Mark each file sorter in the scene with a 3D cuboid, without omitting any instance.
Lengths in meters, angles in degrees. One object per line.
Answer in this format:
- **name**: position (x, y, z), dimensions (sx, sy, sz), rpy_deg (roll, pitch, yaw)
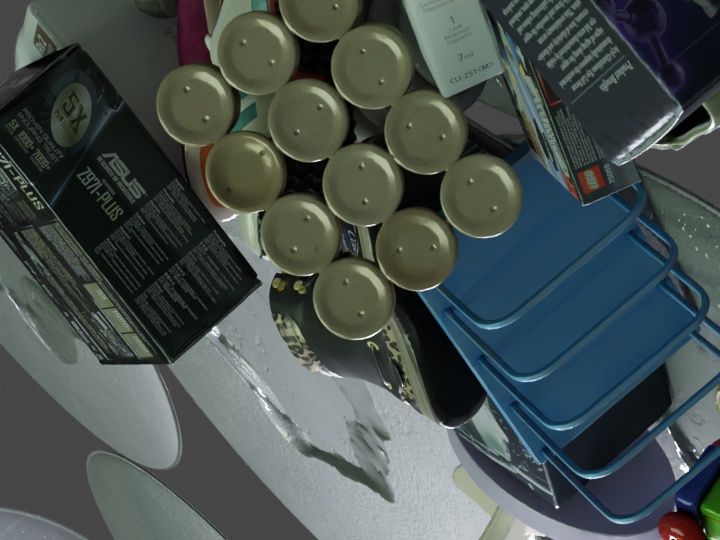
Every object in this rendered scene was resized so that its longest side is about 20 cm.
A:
- **file sorter**: position (0.142, 0.036, 1.609), dimensions (0.200, 0.139, 0.123), rpy_deg (54, 175, -36)

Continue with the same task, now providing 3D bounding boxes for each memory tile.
- **memory tile**: position (-0.014, -0.071, 1.548), dimensions (0.200, 0.153, 0.017), rpy_deg (51, -164, 1)

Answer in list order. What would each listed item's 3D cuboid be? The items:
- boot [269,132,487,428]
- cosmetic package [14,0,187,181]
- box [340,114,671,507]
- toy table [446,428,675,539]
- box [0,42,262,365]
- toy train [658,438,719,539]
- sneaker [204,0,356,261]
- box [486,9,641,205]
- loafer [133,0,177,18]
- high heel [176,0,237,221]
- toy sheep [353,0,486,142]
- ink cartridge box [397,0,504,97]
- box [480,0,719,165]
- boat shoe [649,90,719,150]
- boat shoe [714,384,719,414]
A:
- **boot**: position (0.000, 0.000, 1.698), dimensions (0.150, 0.073, 0.201), rpy_deg (13, 130, 50)
- **cosmetic package**: position (-0.115, -0.153, 1.840), dimensions (0.165, 0.200, 0.165), rpy_deg (49, 163, 5)
- **box**: position (0.094, 0.021, 1.804), dimensions (0.196, 0.124, 0.201), rpy_deg (33, 155, 39)
- **toy table**: position (0.139, 0.167, 1.915), dimensions (0.200, 0.183, 0.118), rpy_deg (52, 151, 40)
- **box**: position (-0.179, -0.040, 1.745), dimensions (0.200, 0.086, 0.164), rpy_deg (52, 162, -11)
- **toy train**: position (0.282, 0.212, 1.802), dimensions (0.115, 0.085, 0.201), rpy_deg (23, 149, 31)
- **sneaker**: position (-0.055, -0.110, 1.616), dimensions (0.093, 0.070, 0.201), rpy_deg (20, 111, 54)
- **box**: position (0.094, -0.147, 1.483), dimensions (0.137, 0.040, 0.201), rpy_deg (-118, 6, -73)
- **loafer**: position (-0.144, -0.264, 1.751), dimensions (0.070, 0.069, 0.201), rpy_deg (29, -123, -66)
- **high heel**: position (-0.093, -0.137, 1.720), dimensions (0.096, 0.067, 0.201), rpy_deg (-128, 42, -58)
- **toy sheep**: position (0.016, -0.143, 1.665), dimensions (0.200, 0.138, 0.138), rpy_deg (-14, 115, 52)
- **ink cartridge box**: position (0.017, -0.226, 1.503), dimensions (0.174, 0.043, 0.201), rpy_deg (66, -179, -45)
- **box**: position (0.129, -0.179, 1.281), dimensions (0.200, 0.148, 0.104), rpy_deg (49, 162, 1)
- **boat shoe**: position (0.169, -0.101, 1.472), dimensions (0.072, 0.062, 0.200), rpy_deg (52, 162, -3)
- **boat shoe**: position (0.282, 0.128, 1.621), dimensions (0.200, 0.076, 0.072), rpy_deg (36, 158, 42)
